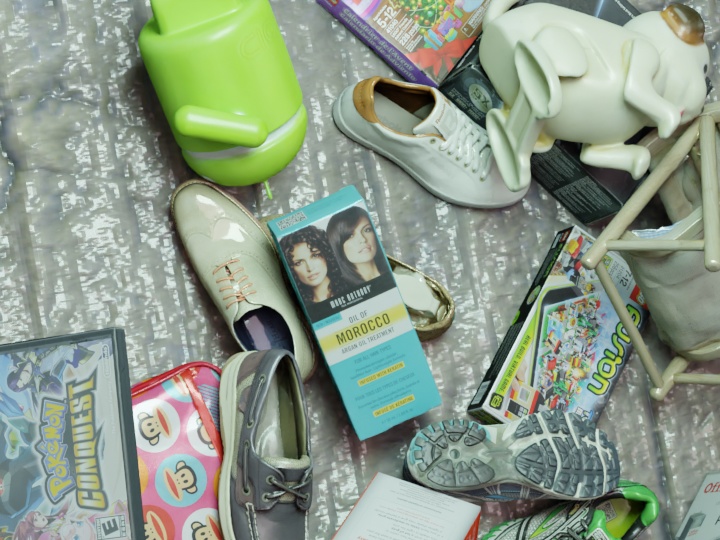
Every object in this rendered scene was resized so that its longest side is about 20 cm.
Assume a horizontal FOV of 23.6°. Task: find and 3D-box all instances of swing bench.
[{"bbox_3d":[0.317,-0.016,1.556,0.199,0.129,0.200,58,46,-38],"label":"swing bench"}]

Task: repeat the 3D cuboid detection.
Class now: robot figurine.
[{"bbox_3d":[-0.113,-0.159,1.449,0.115,0.176,0.201,-20,119,-1],"label":"robot figurine"}]

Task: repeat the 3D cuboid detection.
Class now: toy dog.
[{"bbox_3d":[0.212,-0.167,1.511,0.199,0.140,0.194,-7,48,-19],"label":"toy dog"}]

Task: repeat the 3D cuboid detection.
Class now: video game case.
[{"bbox_3d":[-0.262,0.156,1.355,0.180,0.025,0.201,-9,82,14],"label":"video game case"}]

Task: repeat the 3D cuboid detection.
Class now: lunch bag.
[{"bbox_3d":[-0.139,0.182,1.424,0.176,0.082,0.201,-25,90,-27],"label":"lunch bag"}]

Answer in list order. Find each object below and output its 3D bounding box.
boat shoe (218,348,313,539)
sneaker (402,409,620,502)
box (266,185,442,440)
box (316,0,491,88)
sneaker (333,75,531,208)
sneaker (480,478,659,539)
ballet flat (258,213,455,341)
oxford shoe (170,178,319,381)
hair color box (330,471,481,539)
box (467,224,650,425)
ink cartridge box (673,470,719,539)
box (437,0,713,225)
[{"bbox_3d":[-0.070,0.160,1.382,0.072,0.065,0.201,5,73,-37],"label":"boat shoe"},{"bbox_3d":[0.130,0.168,1.524,0.199,0.086,0.078,6,68,-15],"label":"sneaker"},{"bbox_3d":[-0.003,0.037,1.461,0.082,0.049,0.201,-24,110,-5],"label":"box"},{"bbox_3d":[0.071,-0.280,1.604,0.137,0.039,0.200,40,69,-7],"label":"box"},{"bbox_3d":[0.076,-0.115,1.555,0.199,0.085,0.073,23,71,-17],"label":"sneaker"},{"bbox_3d":[0.178,0.241,1.529,0.200,0.085,0.078,-33,93,-22],"label":"sneaker"},{"bbox_3d":[0.000,0.000,1.514,0.199,0.065,0.071,23,74,-15],"label":"ballet flat"},{"bbox_3d":[-0.097,0.010,1.461,0.071,0.074,0.200,-34,93,6],"label":"oxford shoe"},{"bbox_3d":[0.017,0.258,1.409,0.101,0.061,0.200,17,36,18],"label":"hair color box"},{"bbox_3d":[0.191,0.071,1.591,0.110,0.035,0.201,33,70,-13],"label":"box"},{"bbox_3d":[0.336,0.277,1.549,0.085,0.146,0.200,38,69,-10],"label":"ink cartridge box"},{"bbox_3d":[0.201,-0.173,1.612,0.200,0.086,0.164,42,70,-9],"label":"box"}]
